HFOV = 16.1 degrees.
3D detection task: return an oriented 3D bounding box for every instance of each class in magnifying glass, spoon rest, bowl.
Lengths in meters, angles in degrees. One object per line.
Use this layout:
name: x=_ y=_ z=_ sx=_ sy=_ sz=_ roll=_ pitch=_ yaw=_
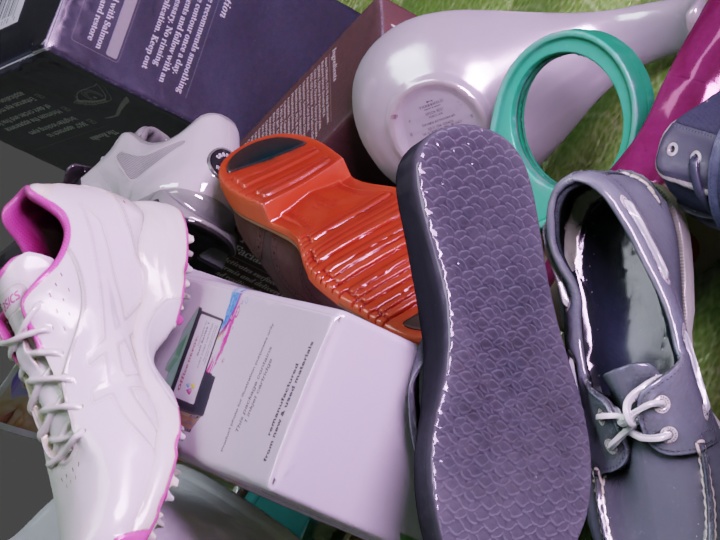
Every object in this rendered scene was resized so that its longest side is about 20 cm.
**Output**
magnifying glass: x=0.070 y=-0.029 z=1.203 sx=0.080 sy=0.022 sz=0.200 roll=49 pitch=125 yaw=24
spoon rest: x=0.087 y=-0.090 z=1.233 sx=0.199 sy=0.100 sz=0.061 roll=-14 pitch=19 yaw=28
bowl: x=-0.074 y=0.156 z=1.212 sx=0.091 sy=0.201 sz=0.201 roll=-55 pitch=25 yaw=-12

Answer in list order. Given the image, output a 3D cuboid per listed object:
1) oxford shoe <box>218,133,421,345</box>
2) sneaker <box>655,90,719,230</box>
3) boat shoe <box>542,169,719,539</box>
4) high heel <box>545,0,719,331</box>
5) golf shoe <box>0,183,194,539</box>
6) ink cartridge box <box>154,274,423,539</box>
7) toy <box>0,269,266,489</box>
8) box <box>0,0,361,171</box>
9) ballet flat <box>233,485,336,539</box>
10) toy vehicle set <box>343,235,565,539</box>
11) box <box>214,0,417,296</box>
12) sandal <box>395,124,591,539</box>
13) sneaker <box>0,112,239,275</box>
oxford shoe: x=0.000 y=0.000 z=1.240 sx=0.071 sy=0.073 sz=0.200 roll=-25 pitch=35 yaw=-16
sneaker: x=0.168 y=0.005 z=1.008 sx=0.146 sy=0.077 sz=0.203 roll=7 pitch=62 yaw=51
boat shoe: x=0.110 y=0.053 z=1.041 sx=0.072 sy=0.062 sz=0.201 roll=-15 pitch=71 yaw=28
high heel: x=0.143 y=-0.061 z=1.139 sx=0.200 sy=0.067 sz=0.096 roll=-41 pitch=41 yaw=11
golf shoe: x=-0.127 y=0.046 z=1.122 sx=0.075 sy=0.091 sz=0.201 roll=-41 pitch=37 yaw=39
ink cartridge box: x=-0.010 y=0.071 z=1.148 sx=0.200 sy=0.144 sz=0.084 roll=12 pitch=78 yaw=63
toy: x=-0.086 y=0.063 z=1.313 sx=0.115 sy=0.199 sz=0.047 roll=-56 pitch=43 yaw=14
box: x=-0.131 y=-0.127 z=1.547 sx=0.196 sy=0.199 sz=0.118 roll=-10 pitch=58 yaw=58
ballet flat: x=-0.025 y=0.092 z=1.317 sx=0.201 sy=0.072 sz=0.072 roll=-58 pitch=27 yaw=6
toy vehicle set: x=0.062 y=0.061 z=1.222 sx=0.124 sy=0.026 sz=0.201 roll=5 pitch=71 yaw=62
box: x=-0.008 y=-0.044 z=1.366 sx=0.200 sy=0.100 sz=0.075 roll=-45 pitch=32 yaw=34
sandal: x=0.050 y=0.041 z=1.043 sx=0.043 sy=0.076 sz=0.202 roll=-33 pitch=55 yaw=58
sneaker: x=-0.129 y=-0.029 z=1.386 sx=0.199 sy=0.074 sz=0.089 roll=-19 pitch=50 yaw=43
